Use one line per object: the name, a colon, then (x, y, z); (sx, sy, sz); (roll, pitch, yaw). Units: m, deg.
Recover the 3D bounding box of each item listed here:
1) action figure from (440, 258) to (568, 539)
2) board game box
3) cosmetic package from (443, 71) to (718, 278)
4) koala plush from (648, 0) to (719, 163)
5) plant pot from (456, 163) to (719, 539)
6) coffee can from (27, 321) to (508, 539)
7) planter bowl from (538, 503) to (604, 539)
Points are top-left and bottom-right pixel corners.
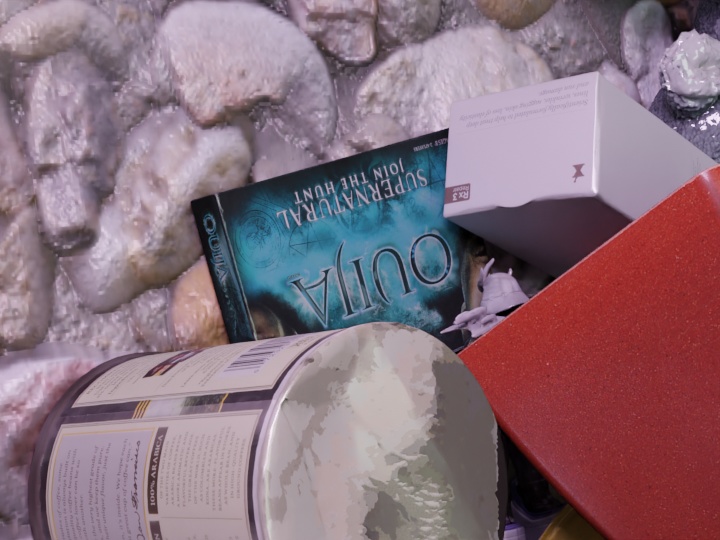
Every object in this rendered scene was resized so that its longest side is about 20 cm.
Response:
action figure: (0.085, 0.094, 0.925); (0.129, 0.069, 0.203); (-5, 92, -40)
board game box: (0.000, 0.000, 0.905); (0.199, 0.028, 0.137); (-20, 96, -41)
cosmetic package: (0.152, -0.047, 0.968); (0.199, 0.112, 0.082); (28, 63, -49)
koala plush: (0.277, -0.125, 1.087); (0.199, 0.183, 0.178); (-38, 144, -26)
plant pot: (0.206, 0.062, 0.827); (0.199, 0.200, 0.177); (-12, 69, -48)
coffee can: (-0.049, 0.107, 0.731); (0.145, 0.199, 0.148); (7, 79, -40)
planter bowl: (0.190, 0.217, 0.910); (0.198, 0.083, 0.203); (-10, 112, -24)
